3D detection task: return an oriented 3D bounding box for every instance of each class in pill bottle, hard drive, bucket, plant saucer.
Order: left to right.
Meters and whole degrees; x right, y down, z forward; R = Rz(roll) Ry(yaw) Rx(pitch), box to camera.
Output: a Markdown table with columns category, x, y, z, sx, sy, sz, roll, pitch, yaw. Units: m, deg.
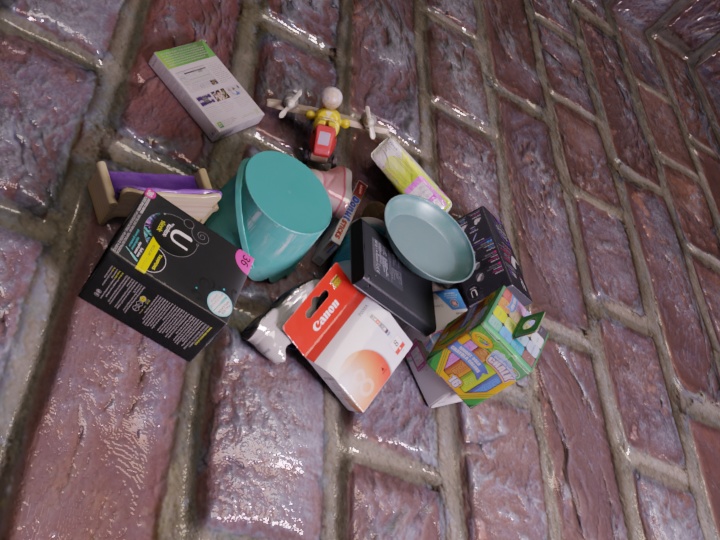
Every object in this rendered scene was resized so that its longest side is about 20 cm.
| category | x | y | z | sx | sy | sz | roll | pitch | yaw |
| --- | --- | --- | --- | --- | --- | --- | --- | --- | --- |
| bucket | -0.158 | -0.099 | 1.535 | 0.206 | 0.135 | 0.208 | 25 | 43 | -25 |
| pill bottle | 0.000 | 0.000 | 1.615 | 0.110 | 0.111 | 0.201 | 36 | 40 | -13 |
| hard drive | 0.059 | 0.013 | 1.545 | 0.200 | 0.033 | 0.140 | 36 | 36 | -35 |
| plant saucer | 0.118 | -0.050 | 1.587 | 0.199 | 0.036 | 0.201 | 24 | 41 | -23 |

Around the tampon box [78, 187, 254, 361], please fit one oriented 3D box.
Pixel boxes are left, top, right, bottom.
| category | x | y | z | sx | sy | sz | roll | pitch | yaw |
| --- | --- | --- | --- | --- | --- | --- | --- | --- | --- |
| tampon box | -0.289 | 0.008 | 1.332 | 0.199 | 0.126 | 0.151 | 34 | 42 | -17 |

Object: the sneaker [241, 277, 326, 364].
| category | x | y | z | sx | sy | sz | roll | pitch | yaw |
| --- | --- | --- | --- | --- | --- | --- | --- | --- | --- |
| sneaker | -0.116 | 0.084 | 1.483 | 0.087 | 0.074 | 0.200 | 52 | 47 | -7 |

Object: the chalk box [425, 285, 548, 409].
| category | x | y | z | sx | sy | sz | roll | pitch | yaw |
| --- | --- | --- | --- | --- | --- | --- | --- | --- | --- |
| chalk box | 0.234 | 0.123 | 1.521 | 0.124 | 0.200 | 0.125 | 45 | 40 | -4 |

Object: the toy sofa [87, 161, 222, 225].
| category | x | y | z | sx | sy | sz | roll | pitch | yaw |
| --- | --- | --- | --- | --- | --- | --- | --- | --- | --- |
| toy sofa | -0.332 | -0.131 | 1.434 | 0.199 | 0.098 | 0.083 | -1 | 59 | -42 |

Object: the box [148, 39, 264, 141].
| category | x | y | z | sx | sy | sz | roll | pitch | yaw |
| --- | --- | --- | --- | --- | --- | --- | --- | --- | --- |
| box | -0.296 | -0.351 | 1.699 | 0.200 | 0.036 | 0.144 | 52 | 39 | 3 |

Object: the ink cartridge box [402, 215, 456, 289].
| category | x | y | z | sx | sy | sz | roll | pitch | yaw |
| --- | --- | --- | --- | --- | --- | --- | --- | --- | --- |
| ink cartridge box | 0.121 | -0.038 | 1.725 | 0.174 | 0.044 | 0.200 | 44 | 2 | 4 |

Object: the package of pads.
| category | x | y | z | sx | sy | sz | roll | pitch | yaw |
| --- | --- | --- | --- | --- | --- | --- | --- | --- | --- |
| package of pads | 0.108 | -0.186 | 1.852 | 0.200 | 0.068 | 0.154 | 48 | 5 | 2 |

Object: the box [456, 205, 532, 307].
| category | x | y | z | sx | sy | sz | roll | pitch | yaw |
| --- | --- | --- | --- | --- | --- | --- | --- | --- | --- |
| box | 0.265 | -0.012 | 1.844 | 0.122 | 0.106 | 0.201 | 33 | 35 | -52 |

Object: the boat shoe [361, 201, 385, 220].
| category | x | y | z | sx | sy | sz | roll | pitch | yaw |
| --- | --- | --- | --- | --- | --- | --- | --- | --- | --- |
| boat shoe | 0.061 | -0.043 | 1.749 | 0.201 | 0.072 | 0.068 | 65 | 12 | 22 |

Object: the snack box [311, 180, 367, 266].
| category | x | y | z | sx | sy | sz | roll | pitch | yaw |
| --- | --- | --- | --- | --- | --- | --- | --- | --- | --- |
| snack box | -0.039 | -0.093 | 1.687 | 0.024 | 0.072 | 0.201 | 35 | 41 | -11 |

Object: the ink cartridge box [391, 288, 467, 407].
| category | x | y | z | sx | sy | sz | roll | pitch | yaw |
| --- | --- | --- | --- | --- | --- | --- | --- | --- | --- |
| ink cartridge box | 0.158 | 0.144 | 1.659 | 0.144 | 0.085 | 0.201 | -5 | 63 | -44 |

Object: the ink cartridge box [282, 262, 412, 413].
| category | x | y | z | sx | sy | sz | roll | pitch | yaw |
| --- | --- | --- | --- | --- | --- | --- | --- | --- | --- |
| ink cartridge box | -0.016 | 0.111 | 1.470 | 0.162 | 0.050 | 0.201 | -50 | 119 | -29 |

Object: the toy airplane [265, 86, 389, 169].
| category | x | y | z | sx | sy | sz | roll | pitch | yaw |
| --- | --- | --- | --- | --- | --- | --- | --- | --- | --- |
| toy airplane | -0.064 | -0.318 | 1.795 | 0.199 | 0.142 | 0.199 | -23 | 54 | -35 |

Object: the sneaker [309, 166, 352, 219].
| category | x | y | z | sx | sy | sz | roll | pitch | yaw |
| --- | --- | --- | --- | --- | --- | --- | --- | --- | --- |
| sneaker | -0.075 | -0.167 | 1.685 | 0.104 | 0.076 | 0.200 | 21 | 20 | -11 |
